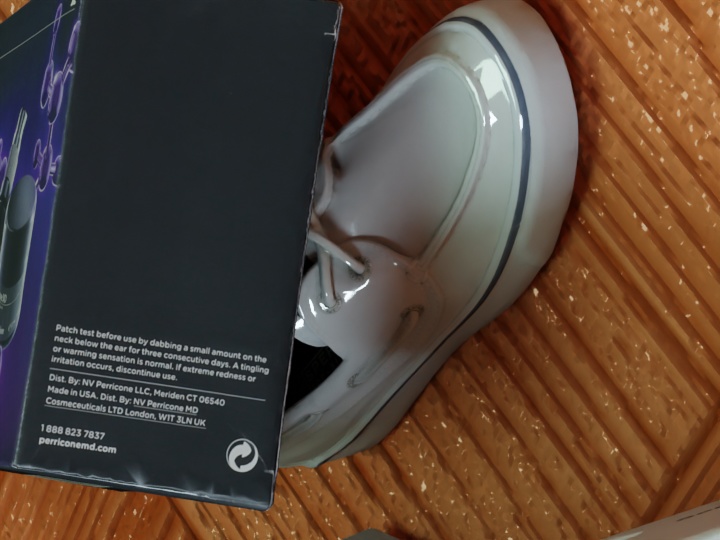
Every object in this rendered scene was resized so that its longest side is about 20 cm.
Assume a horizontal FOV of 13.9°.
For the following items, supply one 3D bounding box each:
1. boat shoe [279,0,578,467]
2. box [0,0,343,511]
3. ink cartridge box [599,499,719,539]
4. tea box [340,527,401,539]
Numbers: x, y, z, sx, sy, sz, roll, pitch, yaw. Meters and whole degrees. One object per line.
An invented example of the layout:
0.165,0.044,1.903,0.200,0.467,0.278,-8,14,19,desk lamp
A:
0.000,0.000,0.872,0.074,0.065,0.200,55,140,26,boat shoe
-0.075,-0.006,0.877,0.200,0.079,0.142,170,111,-73,box
0.082,0.169,0.744,0.084,0.145,0.201,73,178,-86,ink cartridge box
-0.027,0.209,0.872,0.133,0.199,0.198,18,117,49,tea box
